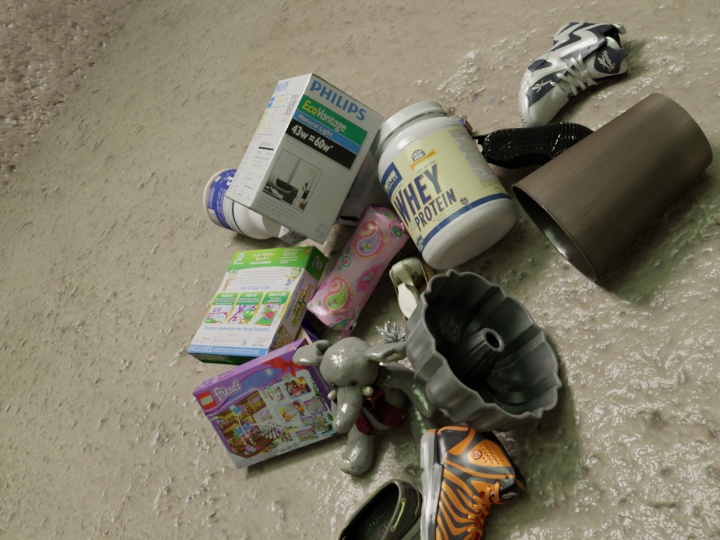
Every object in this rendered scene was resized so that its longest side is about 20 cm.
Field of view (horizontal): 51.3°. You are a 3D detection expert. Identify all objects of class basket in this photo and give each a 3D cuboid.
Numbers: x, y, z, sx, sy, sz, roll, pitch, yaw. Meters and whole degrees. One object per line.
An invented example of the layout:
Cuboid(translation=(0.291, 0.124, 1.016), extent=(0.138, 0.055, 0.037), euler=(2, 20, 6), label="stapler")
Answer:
Cuboid(translation=(0.315, -0.109, 0.925), extent=(0.199, 0.136, 0.181), euler=(-39, 34, 6), label="basket")

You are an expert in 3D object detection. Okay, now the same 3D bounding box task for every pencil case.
Cuboid(translation=(0.000, 0.000, 1.119), extent=(0.201, 0.087, 0.088), euler=(-59, 37, 14), label="pencil case")

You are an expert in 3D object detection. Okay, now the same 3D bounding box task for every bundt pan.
Cuboid(translation=(0.133, 0.102, 0.877), extent=(0.076, 0.200, 0.203), euler=(-49, 32, 37), label="bundt pan")

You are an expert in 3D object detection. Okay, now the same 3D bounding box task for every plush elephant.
Cuboid(translation=(0.006, 0.148, 0.939), extent=(0.163, 0.154, 0.203), euler=(-12, 69, 34), label="plush elephant")

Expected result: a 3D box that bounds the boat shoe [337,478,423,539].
Cuboid(translation=(-0.002, 0.334, 0.901), extent=(0.202, 0.060, 0.072), euler=(-49, 39, -1), label="boat shoe")

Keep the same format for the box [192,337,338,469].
Cuboid(translation=(-0.130, 0.194, 1.079), extent=(0.199, 0.138, 0.039), euler=(-24, 11, 26), label="box")

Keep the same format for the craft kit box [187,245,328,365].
Cuboid(translation=(-0.166, 0.056, 1.201), extent=(0.199, 0.048, 0.199), euler=(-2, 58, 42), label="craft kit box")

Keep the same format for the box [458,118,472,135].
Cuboid(translation=(0.111, -0.147, 1.219), extent=(0.120, 0.032, 0.202), euler=(-11, 51, 38), label="box")

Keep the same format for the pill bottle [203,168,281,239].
Cuboid(translation=(-0.202, -0.124, 1.421), extent=(0.199, 0.120, 0.120), euler=(18, 71, 48), label="pill bottle")

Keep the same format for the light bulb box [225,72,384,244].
Cuboid(translation=(-0.089, -0.165, 1.101), extent=(0.202, 0.124, 0.198), euler=(-64, 22, 0), label="light bulb box")

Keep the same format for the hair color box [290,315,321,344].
Cuboid(translation=(-0.126, 0.119, 1.194), extent=(0.109, 0.065, 0.200), euler=(-44, 40, 3), label="hair color box")

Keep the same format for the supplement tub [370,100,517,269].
Cuboid(translation=(0.112, -0.120, 1.053), extent=(0.144, 0.145, 0.201), euler=(-35, 70, 15), label="supplement tub")

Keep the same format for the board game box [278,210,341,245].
Cuboid(translation=(-0.067, -0.153, 1.236), extent=(0.134, 0.034, 0.202), euler=(-23, 49, 51), label="board game box")

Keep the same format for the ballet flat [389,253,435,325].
Cuboid(translation=(0.074, 0.032, 1.072), extent=(0.067, 0.072, 0.201), euler=(-31, 42, 20), label="ballet flat")

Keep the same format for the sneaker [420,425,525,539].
Cuboid(translation=(0.127, 0.267, 0.827), extent=(0.111, 0.078, 0.202), euler=(-11, 64, 19), label="sneaker")

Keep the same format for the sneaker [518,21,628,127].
Cuboid(translation=(0.323, -0.292, 1.104), extent=(0.200, 0.080, 0.129), euler=(-51, 29, -20), label="sneaker")

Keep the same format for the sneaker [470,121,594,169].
Cuboid(translation=(0.242, -0.180, 1.091), extent=(0.197, 0.104, 0.061), euler=(1, 94, 6), label="sneaker")

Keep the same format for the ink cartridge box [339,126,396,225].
Cuboid(translation=(0.014, -0.152, 1.233), extent=(0.199, 0.083, 0.145), euler=(13, 74, 60), label="ink cartridge box")
